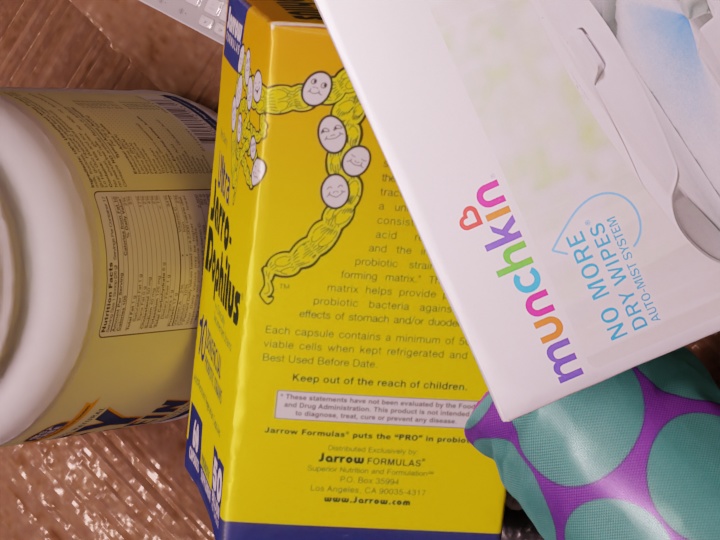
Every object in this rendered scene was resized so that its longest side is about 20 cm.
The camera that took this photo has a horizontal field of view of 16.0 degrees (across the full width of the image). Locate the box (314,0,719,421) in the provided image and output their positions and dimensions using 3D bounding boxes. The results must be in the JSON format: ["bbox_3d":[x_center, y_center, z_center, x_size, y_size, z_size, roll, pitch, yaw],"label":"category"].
[{"bbox_3d":[0.085,-0.082,0.808,0.176,0.097,0.200,-23,95,9],"label":"box"}]

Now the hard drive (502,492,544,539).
[{"bbox_3d":[0.119,0.157,0.983,0.140,0.038,0.200,-4,89,32],"label":"hard drive"}]

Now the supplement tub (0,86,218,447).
[{"bbox_3d":[-0.137,-0.002,1.035,0.145,0.200,0.145,2,94,32],"label":"supplement tub"}]

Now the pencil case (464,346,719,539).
[{"bbox_3d":[0.127,0.096,0.876,0.200,0.092,0.085,48,151,22],"label":"pencil case"}]

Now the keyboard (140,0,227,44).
[{"bbox_3d":[-0.012,-0.102,1.065,0.200,0.011,0.056,29,107,27],"label":"keyboard"}]

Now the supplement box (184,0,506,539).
[{"bbox_3d":[0.000,0.000,0.973,0.109,0.109,0.200,4,102,-12],"label":"supplement box"}]
